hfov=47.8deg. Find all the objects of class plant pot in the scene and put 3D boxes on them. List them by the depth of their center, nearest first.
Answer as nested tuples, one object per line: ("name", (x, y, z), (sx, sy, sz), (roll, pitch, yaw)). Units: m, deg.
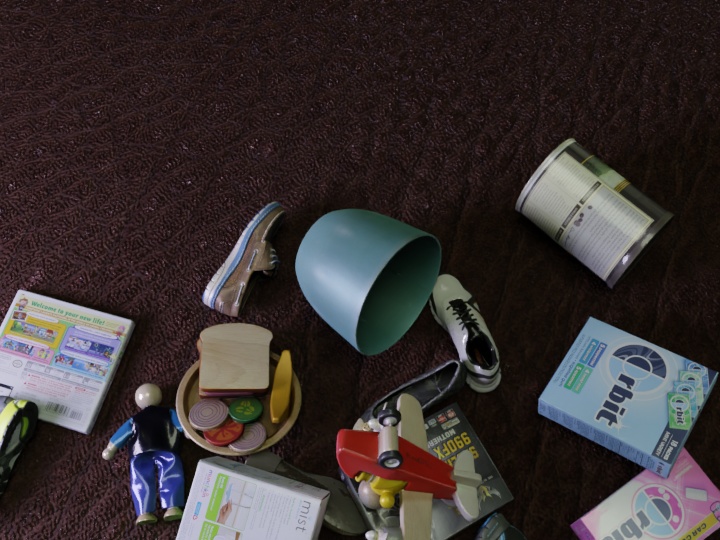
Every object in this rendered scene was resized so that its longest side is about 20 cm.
("plant pot", (0.000, 0.000, 1.223), (0.160, 0.201, 0.201), (32, 69, 28))

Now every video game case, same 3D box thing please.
("video game case", (-0.472, 0.137, 1.249), (0.198, 0.022, 0.183), (14, 67, 7))

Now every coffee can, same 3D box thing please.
("coffee can", (0.367, -0.091, 1.282), (0.200, 0.147, 0.146), (42, 72, 17))

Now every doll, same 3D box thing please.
("doll", (-0.305, 0.260, 1.178), (0.135, 0.049, 0.202), (-8, 66, -5))

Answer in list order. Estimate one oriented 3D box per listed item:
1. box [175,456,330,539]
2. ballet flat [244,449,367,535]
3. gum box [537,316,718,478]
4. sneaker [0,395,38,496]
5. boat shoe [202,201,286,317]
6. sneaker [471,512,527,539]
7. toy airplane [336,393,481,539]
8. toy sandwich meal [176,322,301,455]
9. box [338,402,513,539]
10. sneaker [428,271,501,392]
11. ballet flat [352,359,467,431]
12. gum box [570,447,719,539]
("box", (-0.151, 0.370, 1.076), (0.175, 0.097, 0.202), (14, 83, 6))
("ballet flat", (-0.078, 0.320, 1.159), (0.199, 0.047, 0.068), (25, 46, 5))
("gum box", (0.387, 0.178, 1.180), (0.199, 0.045, 0.170), (26, 60, 28))
("sneaker", (-0.545, 0.270, 1.166), (0.080, 0.074, 0.201), (18, 68, 21))
("boat shoe", (-0.167, -0.014, 1.296), (0.072, 0.072, 0.201), (30, 79, 8))
("sneaker", (0.155, 0.426, 1.090), (0.082, 0.073, 0.200), (38, 72, 15))
("toy airplane", (0.060, 0.274, 1.068), (0.200, 0.141, 0.199), (57, 33, 9))
("toy sandwich meal", (-0.177, 0.170, 1.187), (0.203, 0.071, 0.207), (2, 50, -3))
("box", (0.090, 0.303, 1.145), (0.199, 0.048, 0.159), (-23, 67, -19))
("sneaker", (0.165, 0.083, 1.243), (0.073, 0.080, 0.201), (-22, 66, -8))
("ballet flat", (0.069, 0.190, 1.198), (0.199, 0.057, 0.067), (-34, 56, -7))
("gum box", (0.410, 0.344, 1.131), (0.199, 0.066, 0.114), (-31, 69, -13))
